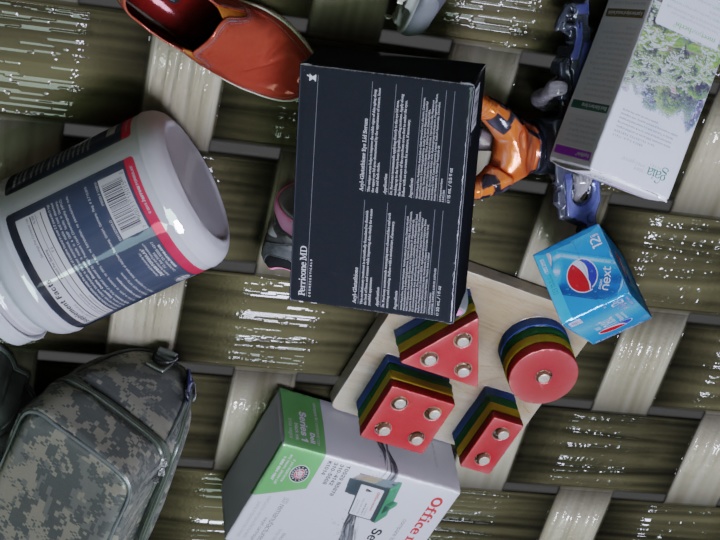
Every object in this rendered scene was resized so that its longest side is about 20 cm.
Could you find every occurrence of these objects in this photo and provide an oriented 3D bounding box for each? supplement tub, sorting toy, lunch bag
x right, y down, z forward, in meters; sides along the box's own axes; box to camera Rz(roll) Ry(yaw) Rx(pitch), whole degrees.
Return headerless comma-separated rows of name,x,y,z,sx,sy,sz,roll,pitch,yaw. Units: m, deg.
supplement tub,-0.223,-0.033,1.281,0.199,0.141,0.141,-24,127,10
sorting toy,0.104,0.100,1.479,0.199,0.070,0.199,19,122,-21
lunch bag,-0.241,0.180,1.433,0.139,0.168,0.200,31,124,8

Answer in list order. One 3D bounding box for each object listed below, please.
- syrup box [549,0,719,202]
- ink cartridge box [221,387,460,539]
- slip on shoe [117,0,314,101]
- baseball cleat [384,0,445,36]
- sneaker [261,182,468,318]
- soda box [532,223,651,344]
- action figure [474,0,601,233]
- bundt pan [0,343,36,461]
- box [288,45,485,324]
syrup box,0.233,-0.164,1.238,0.078,0.081,0.201,18,95,-21
ink cartridge box,-0.020,0.217,1.540,0.199,0.085,0.146,18,123,-20
slip on shoe,-0.116,-0.190,1.228,0.200,0.061,0.074,31,115,-30
baseball cleat,0.097,-0.262,1.200,0.106,0.070,0.201,13,125,-18
sneaker,0.000,0.000,1.382,0.199,0.079,0.096,27,128,-9
soda box,0.208,0.016,1.364,0.064,0.068,0.200,-25,167,11
action figure,0.144,-0.136,1.313,0.192,0.105,0.201,0,100,-17
bundt pan,-0.404,0.148,1.433,0.201,0.076,0.203,-4,128,-5
box,0.021,-0.071,1.248,0.140,0.079,0.201,8,111,9
